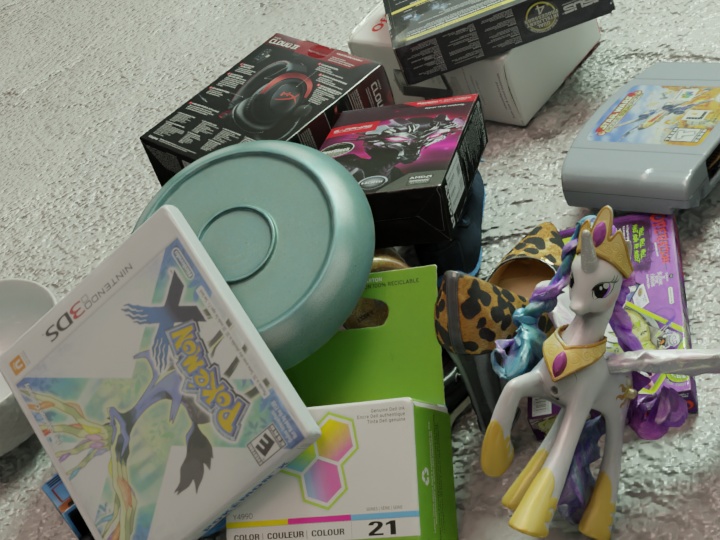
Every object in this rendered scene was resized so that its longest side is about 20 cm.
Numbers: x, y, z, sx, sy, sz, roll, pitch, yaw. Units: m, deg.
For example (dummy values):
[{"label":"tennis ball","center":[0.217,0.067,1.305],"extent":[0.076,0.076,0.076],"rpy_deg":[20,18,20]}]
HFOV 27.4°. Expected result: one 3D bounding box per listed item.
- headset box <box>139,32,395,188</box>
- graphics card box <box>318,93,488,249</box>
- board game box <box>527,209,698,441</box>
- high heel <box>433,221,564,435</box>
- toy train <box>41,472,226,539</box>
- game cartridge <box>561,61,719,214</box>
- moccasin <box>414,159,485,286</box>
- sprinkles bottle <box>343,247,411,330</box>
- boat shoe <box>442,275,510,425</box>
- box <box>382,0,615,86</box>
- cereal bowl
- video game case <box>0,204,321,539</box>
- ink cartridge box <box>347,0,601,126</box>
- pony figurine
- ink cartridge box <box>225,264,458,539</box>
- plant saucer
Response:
[{"label":"headset box","center":[-0.072,-0.129,1.321],"extent":[0.148,0.075,0.200],"rpy_deg":[22,54,41]},{"label":"graphics card box","center":[0.026,-0.079,1.174],"extent":[0.124,0.051,0.200],"rpy_deg":[-5,26,17]},{"label":"board game box","center":[0.185,0.036,1.109],"extent":[0.119,0.032,0.201],"rpy_deg":[-16,38,21]},{"label":"high heel","center":[0.107,0.000,1.056],"extent":[0.071,0.143,0.201],"rpy_deg":[1,46,24]},{"label":"toy train","center":[-0.141,0.151,1.121],"extent":[0.200,0.087,0.114],"rpy_deg":[-38,32,-15]},{"label":"game cartridge","center":[0.254,-0.115,1.223],"extent":[0.132,0.042,0.200],"rpy_deg":[11,41,35]},{"label":"moccasin","center":[0.073,-0.071,1.272],"extent":[0.080,0.068,0.201],"rpy_deg":[-21,35,7]},{"label":"sprinkles bottle","center":[0.000,0.000,1.179],"extent":[0.068,0.069,0.200],"rpy_deg":[-27,16,-2]},{"label":"boat shoe","center":[0.059,0.062,1.121],"extent":[0.074,0.066,0.199],"rpy_deg":[16,53,44]},{"label":"box","center":[0.119,-0.261,1.355],"extent":[0.199,0.049,0.162],"rpy_deg":[-20,36,8]},{"label":"cereal bowl","center":[-0.334,0.102,1.296],"extent":[0.199,0.084,0.201],"rpy_deg":[-16,38,13]},{"label":"video game case","center":[-0.146,0.088,1.030],"extent":[0.182,0.022,0.201],"rpy_deg":[-40,70,16]},{"label":"ink cartridge box","center":[0.108,-0.225,1.428],"extent":[0.199,0.085,0.146],"rpy_deg":[17,54,41]},{"label":"pony figurine","center":[0.157,0.069,0.953],"extent":[0.166,0.193,0.201],"rpy_deg":[19,91,35]},{"label":"ink cartridge box","center":[-0.018,0.099,1.027],"extent":[0.147,0.076,0.202],"rpy_deg":[-8,79,23]},{"label":"plant saucer","center":[-0.088,-0.014,1.073],"extent":[0.198,0.027,0.202],"rpy_deg":[-9,59,15]}]
